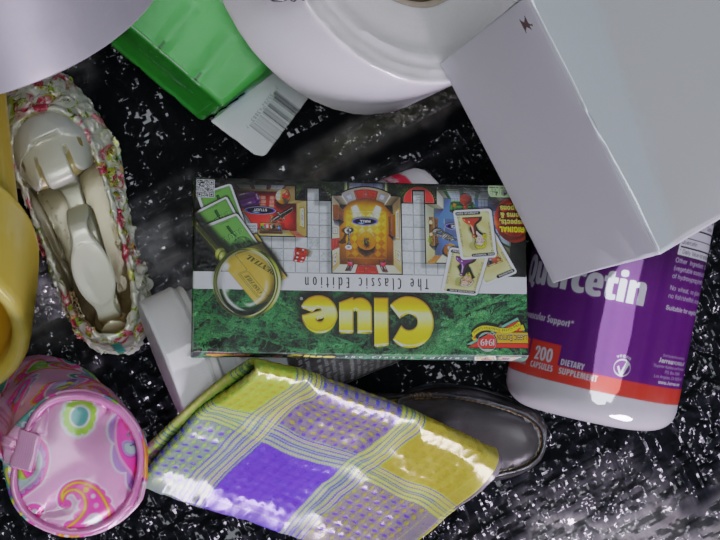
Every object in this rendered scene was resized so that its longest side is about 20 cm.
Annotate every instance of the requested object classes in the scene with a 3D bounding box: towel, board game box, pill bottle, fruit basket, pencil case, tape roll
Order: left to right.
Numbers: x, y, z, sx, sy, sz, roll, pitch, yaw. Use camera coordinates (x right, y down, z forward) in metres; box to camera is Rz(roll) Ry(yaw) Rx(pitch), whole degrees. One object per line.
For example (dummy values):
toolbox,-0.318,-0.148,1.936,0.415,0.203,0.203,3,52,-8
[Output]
tape roll,-0.208,-0.176,0.892,0.199,0.201,0.066,-19,132,-5
pencil case,-0.180,0.100,0.975,0.087,0.200,0.088,-1,95,-17
fruit basket,-0.078,-0.203,1.040,0.185,0.094,0.201,39,68,-12
pill bottle,-0.032,0.021,1.021,0.199,0.111,0.111,-22,95,-12
towel,-0.024,0.122,1.011,0.199,0.023,0.144,26,129,-31
board game box,0.000,0.000,0.962,0.198,0.023,0.106,1,80,-8
tape roll,0.007,-0.201,0.999,0.201,0.071,0.204,9,74,-34
pill bottle,0.164,-0.004,1.052,0.112,0.112,0.202,11,91,-7

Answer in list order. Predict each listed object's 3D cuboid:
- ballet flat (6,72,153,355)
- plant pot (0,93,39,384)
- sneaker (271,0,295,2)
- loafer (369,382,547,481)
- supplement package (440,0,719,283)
ballet flat,-0.178,-0.041,1.036,0.075,0.064,0.201,-23,94,-2
plant pot,-0.281,-0.047,0.951,0.199,0.201,0.190,5,56,-6
sneaker,0.001,-0.228,0.901,0.079,0.074,0.200,39,80,9
loafer,0.028,0.111,1.061,0.198,0.072,0.073,0,91,-7
supplement package,0.181,-0.111,0.924,0.199,0.151,0.153,-28,91,-16
